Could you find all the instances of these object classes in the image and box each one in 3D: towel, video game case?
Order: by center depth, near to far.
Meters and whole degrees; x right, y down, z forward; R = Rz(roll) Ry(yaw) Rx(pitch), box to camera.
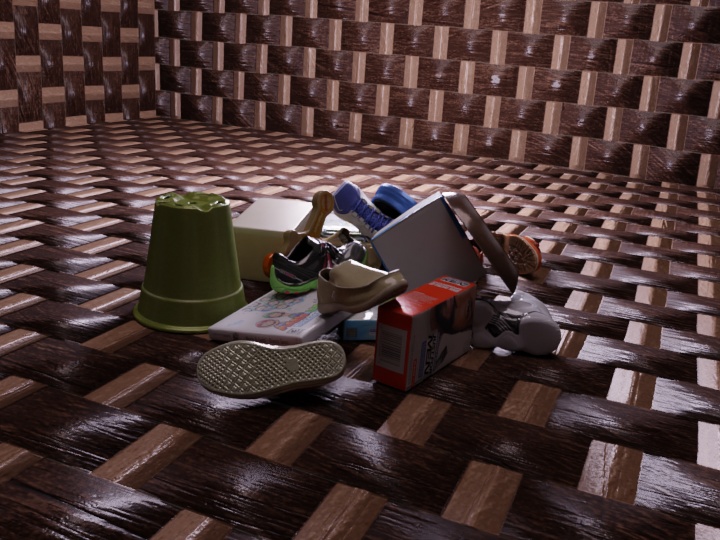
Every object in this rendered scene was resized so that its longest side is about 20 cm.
[{"bbox_3d":[-0.112,0.070,1.222,0.178,0.024,0.199,2,19,30],"label":"video game case"},{"bbox_3d":[-0.052,-0.092,1.801,0.166,0.050,0.200,2,17,-16],"label":"towel"}]

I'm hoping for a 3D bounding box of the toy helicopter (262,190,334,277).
[{"bbox_3d":[-0.088,-0.050,1.428,0.078,0.205,0.131,3,-23,46],"label":"toy helicopter"}]

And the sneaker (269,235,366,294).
[{"bbox_3d":[-0.067,-0.020,1.318,0.197,0.086,0.076,-19,20,-38],"label":"sneaker"}]

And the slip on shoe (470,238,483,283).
[{"bbox_3d":[0.218,-0.019,1.595,0.072,0.063,0.200,11,20,17],"label":"slip on shoe"}]

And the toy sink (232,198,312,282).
[{"bbox_3d":[-0.174,-0.059,1.550,0.126,0.115,0.201,6,22,8],"label":"toy sink"}]

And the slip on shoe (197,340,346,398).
[{"bbox_3d":[-0.116,0.131,1.019,0.194,0.076,0.061,-5,-18,-6],"label":"slip on shoe"}]

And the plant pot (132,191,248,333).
[{"bbox_3d":[-0.277,-0.024,1.272,0.194,0.196,0.201,3,17,-1],"label":"plant pot"}]

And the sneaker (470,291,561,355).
[{"bbox_3d":[0.227,0.079,1.264,0.194,0.077,0.115,12,16,9],"label":"sneaker"}]

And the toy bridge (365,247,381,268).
[{"bbox_3d":[0.000,0.000,1.452,0.026,0.069,0.200,0,-4,-16],"label":"toy bridge"}]

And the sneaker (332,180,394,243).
[{"bbox_3d":[0.031,-0.101,1.592,0.081,0.200,0.114,-50,26,-18],"label":"sneaker"}]

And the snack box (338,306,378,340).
[{"bbox_3d":[0.014,0.064,1.315,0.113,0.038,0.200,0,17,-8],"label":"snack box"}]

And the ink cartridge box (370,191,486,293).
[{"bbox_3d":[0.116,-0.034,1.332,0.143,0.149,0.200,-31,4,8],"label":"ink cartridge box"}]

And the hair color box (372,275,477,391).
[{"bbox_3d":[0.098,0.087,1.136,0.063,0.114,0.198,14,20,30],"label":"hair color box"}]

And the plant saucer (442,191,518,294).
[{"bbox_3d":[0.202,-0.052,1.261,0.032,0.202,0.201,-34,14,9],"label":"plant saucer"}]

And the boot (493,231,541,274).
[{"bbox_3d":[0.362,-0.042,1.689,0.104,0.077,0.200,4,15,-16],"label":"boot"}]

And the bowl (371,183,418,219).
[{"bbox_3d":[0.099,-0.094,1.632,0.039,0.202,0.199,-43,34,-12],"label":"bowl"}]

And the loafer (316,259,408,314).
[{"bbox_3d":[-0.009,0.020,1.108,0.075,0.070,0.198,-23,6,-37],"label":"loafer"}]

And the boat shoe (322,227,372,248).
[{"bbox_3d":[-0.039,-0.053,1.618,0.196,0.078,0.071,15,20,33],"label":"boat shoe"}]
